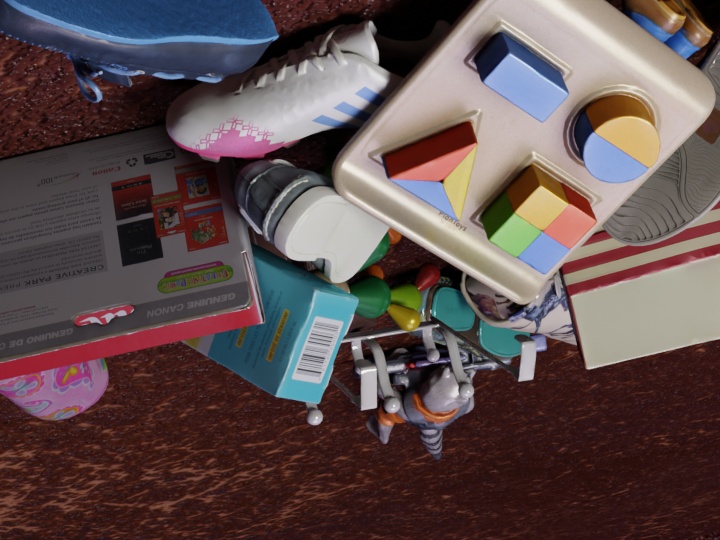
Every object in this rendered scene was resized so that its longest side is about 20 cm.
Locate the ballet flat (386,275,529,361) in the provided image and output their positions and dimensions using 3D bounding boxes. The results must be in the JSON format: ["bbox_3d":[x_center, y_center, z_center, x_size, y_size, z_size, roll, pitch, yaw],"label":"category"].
[{"bbox_3d":[0.087,0.040,1.711,0.074,0.075,0.200,-23,156,25],"label":"ballet flat"}]

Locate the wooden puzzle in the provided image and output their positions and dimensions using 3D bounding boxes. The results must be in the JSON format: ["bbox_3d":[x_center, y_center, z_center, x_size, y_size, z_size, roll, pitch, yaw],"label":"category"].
[{"bbox_3d":[0.109,-0.082,1.197,0.185,0.046,0.200,30,112,-27],"label":"wooden puzzle"}]

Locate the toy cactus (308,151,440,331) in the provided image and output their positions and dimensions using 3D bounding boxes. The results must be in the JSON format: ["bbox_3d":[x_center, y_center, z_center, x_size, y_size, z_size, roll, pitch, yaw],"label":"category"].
[{"bbox_3d":[0.000,0.000,1.432,0.165,0.102,0.200,-49,154,-16],"label":"toy cactus"}]

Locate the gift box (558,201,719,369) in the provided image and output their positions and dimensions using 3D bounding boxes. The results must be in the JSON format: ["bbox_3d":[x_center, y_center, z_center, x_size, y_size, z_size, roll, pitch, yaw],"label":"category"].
[{"bbox_3d":[0.242,-0.017,1.403,0.186,0.186,0.200,-14,-175,4],"label":"gift box"}]

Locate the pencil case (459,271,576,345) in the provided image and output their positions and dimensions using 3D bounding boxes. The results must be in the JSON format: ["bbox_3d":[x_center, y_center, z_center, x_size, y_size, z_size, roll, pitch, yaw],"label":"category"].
[{"bbox_3d":[0.181,0.024,1.686,0.089,0.078,0.200,-4,168,38],"label":"pencil case"}]

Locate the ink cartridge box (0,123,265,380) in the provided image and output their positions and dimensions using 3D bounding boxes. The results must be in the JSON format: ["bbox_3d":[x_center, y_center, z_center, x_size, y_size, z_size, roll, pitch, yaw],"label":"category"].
[{"bbox_3d":[-0.172,0.001,1.251,0.199,0.176,0.084,-12,141,-1],"label":"ink cartridge box"}]

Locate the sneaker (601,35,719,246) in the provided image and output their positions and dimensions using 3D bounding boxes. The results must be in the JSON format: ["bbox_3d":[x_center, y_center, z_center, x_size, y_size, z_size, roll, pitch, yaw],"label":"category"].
[{"bbox_3d":[0.248,-0.103,1.291,0.200,0.075,0.106,-52,173,24],"label":"sneaker"}]

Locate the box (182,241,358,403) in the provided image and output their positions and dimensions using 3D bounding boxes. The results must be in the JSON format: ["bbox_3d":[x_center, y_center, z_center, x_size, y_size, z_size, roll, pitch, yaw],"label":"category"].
[{"bbox_3d":[-0.096,0.019,1.340,0.200,0.083,0.049,26,-172,40],"label":"box"}]

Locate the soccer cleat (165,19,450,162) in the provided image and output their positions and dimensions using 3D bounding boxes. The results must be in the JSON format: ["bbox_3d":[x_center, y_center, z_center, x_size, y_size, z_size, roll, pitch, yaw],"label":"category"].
[{"bbox_3d":[-0.029,-0.126,1.207,0.199,0.070,0.087,-7,137,-10],"label":"soccer cleat"}]

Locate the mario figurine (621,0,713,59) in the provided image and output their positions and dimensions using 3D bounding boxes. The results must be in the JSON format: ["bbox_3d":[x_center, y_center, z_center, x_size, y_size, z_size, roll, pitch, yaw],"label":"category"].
[{"bbox_3d":[0.137,-0.125,1.268,0.123,0.106,0.200,36,112,-21],"label":"mario figurine"}]

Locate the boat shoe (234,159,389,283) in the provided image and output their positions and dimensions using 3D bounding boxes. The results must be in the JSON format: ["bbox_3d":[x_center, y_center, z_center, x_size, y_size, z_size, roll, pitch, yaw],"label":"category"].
[{"bbox_3d":[-0.030,-0.040,1.274,0.073,0.062,0.200,-55,164,6],"label":"boat shoe"}]

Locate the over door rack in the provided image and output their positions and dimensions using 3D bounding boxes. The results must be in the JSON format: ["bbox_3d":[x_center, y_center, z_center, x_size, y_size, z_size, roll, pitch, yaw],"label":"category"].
[{"bbox_3d":[0.032,0.084,1.473,0.147,0.067,0.200,-9,-173,-21],"label":"over door rack"}]

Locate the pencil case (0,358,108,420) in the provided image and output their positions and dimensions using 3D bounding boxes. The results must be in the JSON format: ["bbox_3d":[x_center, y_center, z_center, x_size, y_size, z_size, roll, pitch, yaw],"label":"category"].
[{"bbox_3d":[-0.272,0.061,1.504,0.087,0.088,0.200,-15,160,5],"label":"pencil case"}]

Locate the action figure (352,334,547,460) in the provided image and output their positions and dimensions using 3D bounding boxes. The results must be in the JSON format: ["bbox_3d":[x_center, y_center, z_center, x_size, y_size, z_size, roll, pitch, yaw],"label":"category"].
[{"bbox_3d":[0.095,0.127,1.875,0.199,0.105,0.194,-9,169,-4],"label":"action figure"}]

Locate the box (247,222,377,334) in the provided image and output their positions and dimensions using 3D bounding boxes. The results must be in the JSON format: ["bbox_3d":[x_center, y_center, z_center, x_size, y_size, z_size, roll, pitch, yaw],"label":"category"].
[{"bbox_3d":[-0.077,0.009,1.501,0.100,0.075,0.200,-22,156,22],"label":"box"}]

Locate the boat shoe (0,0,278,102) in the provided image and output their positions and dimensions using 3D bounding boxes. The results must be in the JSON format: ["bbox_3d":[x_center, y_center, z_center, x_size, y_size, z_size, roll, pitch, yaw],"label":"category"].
[{"bbox_3d":[-0.136,-0.132,1.076,0.199,0.084,0.069,9,139,-40],"label":"boat shoe"}]
